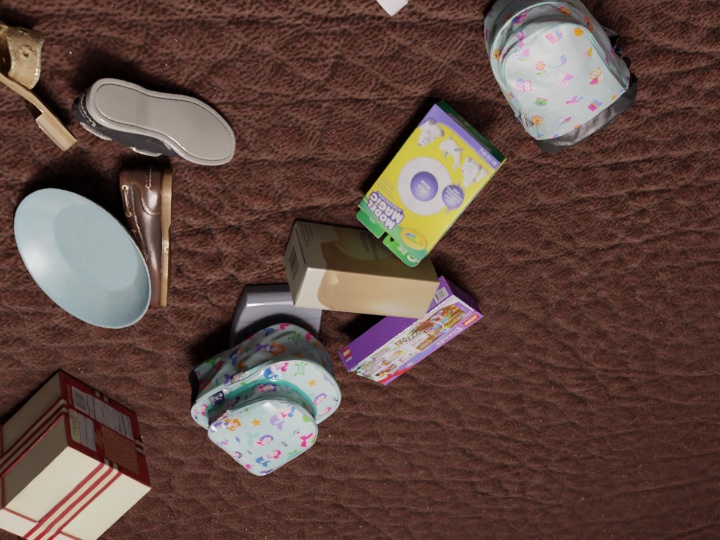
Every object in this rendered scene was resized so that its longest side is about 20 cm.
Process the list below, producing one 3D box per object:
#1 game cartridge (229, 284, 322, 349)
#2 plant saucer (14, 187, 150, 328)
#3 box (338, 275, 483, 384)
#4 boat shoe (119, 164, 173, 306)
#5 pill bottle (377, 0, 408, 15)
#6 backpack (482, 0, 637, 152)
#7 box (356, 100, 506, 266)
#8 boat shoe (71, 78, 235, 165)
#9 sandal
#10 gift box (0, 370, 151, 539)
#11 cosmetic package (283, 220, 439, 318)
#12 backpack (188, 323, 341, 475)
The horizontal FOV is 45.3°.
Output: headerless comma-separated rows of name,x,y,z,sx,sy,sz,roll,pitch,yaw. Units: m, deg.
game cartridge,-0.130,0.107,1.291,0.130,0.042,0.203,-6,131,-19
plant saucer,-0.337,-0.020,1.074,0.197,0.039,0.204,14,128,18
box,0.079,0.096,1.314,0.199,0.040,0.136,-37,151,14
boat shoe,-0.274,-0.043,1.099,0.069,0.071,0.203,0,122,-12
pill bottle,0.083,-0.368,0.905,0.199,0.112,0.111,-39,130,16
backpack,0.237,-0.251,1.043,0.166,0.128,0.200,-34,128,17
box,0.083,-0.106,1.130,0.117,0.048,0.201,41,117,6
boat shoe,-0.238,-0.167,1.007,0.198,0.076,0.060,9,169,-44
sandal,-0.362,-0.225,0.926,0.069,0.078,0.213,-42,138,-7
gift box,-0.442,0.277,1.245,0.186,0.185,0.200,-43,125,8
cosmetic package,0.000,0.000,1.195,0.196,0.106,0.072,5,129,-23
backpack,-0.130,0.180,1.238,0.198,0.152,0.178,-34,130,6
